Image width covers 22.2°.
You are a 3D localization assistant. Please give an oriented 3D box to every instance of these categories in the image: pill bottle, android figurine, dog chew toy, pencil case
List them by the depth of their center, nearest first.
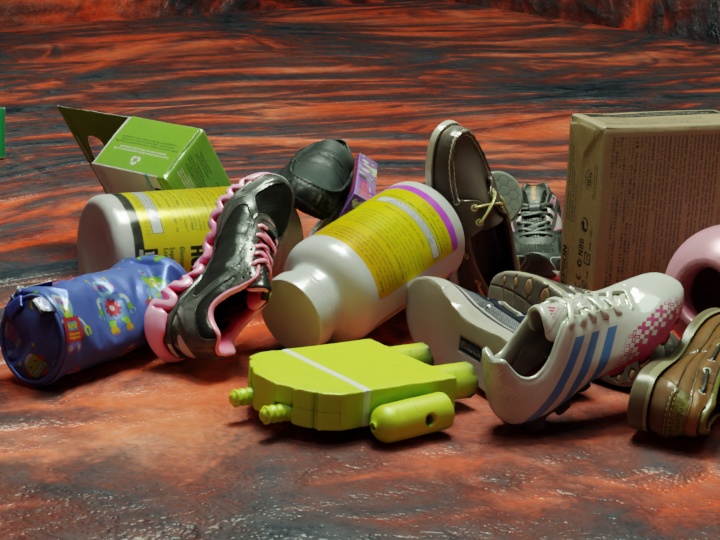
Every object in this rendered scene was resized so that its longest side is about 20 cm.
[{"bbox_3d":[-0.009,0.094,1.487,0.200,0.041,0.182,-8,18,-36],"label":"android figurine"},{"bbox_3d":[-0.227,0.037,1.586,0.078,0.087,0.200,-29,-5,33],"label":"pencil case"},{"bbox_3d":[0.000,0.000,1.684,0.104,0.104,0.200,14,33,37],"label":"pill bottle"},{"bbox_3d":[0.366,0.018,1.696,0.124,0.125,0.200,14,11,38],"label":"dog chew toy"},{"bbox_3d":[-0.161,-0.023,1.765,0.200,0.113,0.112,-6,17,-29],"label":"pill bottle"}]

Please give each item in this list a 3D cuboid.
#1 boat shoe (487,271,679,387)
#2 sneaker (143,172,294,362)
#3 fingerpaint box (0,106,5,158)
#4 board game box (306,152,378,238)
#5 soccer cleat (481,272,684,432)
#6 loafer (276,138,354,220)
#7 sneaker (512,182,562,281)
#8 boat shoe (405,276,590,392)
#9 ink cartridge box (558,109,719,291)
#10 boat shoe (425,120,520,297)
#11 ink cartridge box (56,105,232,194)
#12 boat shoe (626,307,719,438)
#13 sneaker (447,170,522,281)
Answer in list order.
[{"bbox_3d":[0.199,0.054,1.639,0.073,0.075,0.200,1,20,-47],"label":"boat shoe"},{"bbox_3d":[-0.101,0.001,1.599,0.095,0.079,0.200,7,58,43],"label":"sneaker"},{"bbox_3d":[-0.590,-0.183,2.384,0.167,0.073,0.200,16,20,42],"label":"fingerpaint box"},{"bbox_3d":[-0.024,-0.046,1.870,0.032,0.120,0.200,35,12,-7],"label":"board game box"},{"bbox_3d":[0.180,0.047,1.472,0.200,0.086,0.070,-36,35,-21],"label":"soccer cleat"},{"bbox_3d":[-0.042,-0.096,1.803,0.068,0.070,0.201,30,10,-1],"label":"loafer"},{"bbox_3d":[0.179,-0.044,1.952,0.080,0.086,0.200,0,15,-1],"label":"sneaker"},{"bbox_3d":[0.121,0.060,1.600,0.093,0.075,0.200,0,22,-29],"label":"boat shoe"},{"bbox_3d":[0.282,-0.051,1.769,0.165,0.200,0.075,-3,16,-21],"label":"ink cartridge box"},{"bbox_3d":[0.112,-0.049,1.752,0.072,0.200,0.059,-31,33,-32],"label":"boat shoe"},{"bbox_3d":[-0.230,-0.084,1.901,0.200,0.148,0.076,11,54,33],"label":"ink cartridge box"},{"bbox_3d":[0.286,0.091,1.509,0.068,0.072,0.200,15,28,26],"label":"boat shoe"},{"bbox_3d":[0.061,-0.017,1.867,0.202,0.077,0.146,-33,2,-21],"label":"sneaker"}]
